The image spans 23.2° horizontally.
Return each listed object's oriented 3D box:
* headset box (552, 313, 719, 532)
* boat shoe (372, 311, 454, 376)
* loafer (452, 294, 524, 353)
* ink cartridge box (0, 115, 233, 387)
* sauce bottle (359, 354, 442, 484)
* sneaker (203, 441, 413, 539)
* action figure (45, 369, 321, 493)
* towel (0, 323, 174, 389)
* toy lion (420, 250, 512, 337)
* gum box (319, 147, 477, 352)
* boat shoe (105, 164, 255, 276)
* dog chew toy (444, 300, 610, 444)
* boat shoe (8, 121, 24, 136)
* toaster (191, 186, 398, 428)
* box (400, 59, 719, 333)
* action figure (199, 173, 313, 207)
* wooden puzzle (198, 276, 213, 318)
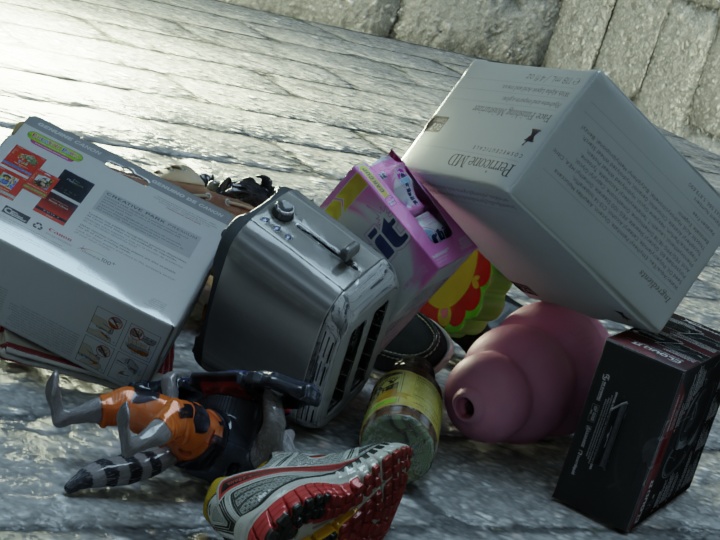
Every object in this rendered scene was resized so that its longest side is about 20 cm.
[{"bbox_3d":[0.245,0.127,1.503,0.077,0.149,0.200,23,16,24],"label":"headset box"},{"bbox_3d":[0.005,0.045,1.653,0.200,0.076,0.060,20,-28,45],"label":"boat shoe"},{"bbox_3d":[0.143,0.072,1.740,0.073,0.071,0.200,-30,59,-29],"label":"loafer"},{"bbox_3d":[-0.223,-0.017,1.423,0.200,0.084,0.176,27,35,-2],"label":"ink cartridge box"},{"bbox_3d":[0.037,0.118,1.467,0.065,0.065,0.200,18,13,1],"label":"sauce bottle"},{"bbox_3d":[-0.031,0.151,1.233,0.082,0.078,0.200,24,16,30],"label":"sneaker"},{"bbox_3d":[-0.133,0.120,1.271,0.193,0.105,0.200,15,-14,-37],"label":"action figure"},{"bbox_3d":[-0.223,0.025,1.464,0.144,0.023,0.200,17,35,-15],"label":"towel"},{"bbox_3d":[0.071,0.000,1.683,0.068,0.200,0.192,6,30,-35],"label":"toy lion"},{"bbox_3d":[0.000,0.000,1.512,0.114,0.200,0.066,49,38,10],"label":"gum box"},{"bbox_3d":[-0.173,-0.057,1.575,0.200,0.072,0.076,26,-29,-33],"label":"boat shoe"},{"bbox_3d":[0.146,0.098,1.566,0.124,0.125,0.200,26,24,29],"label":"dog chew toy"},{"bbox_3d":[-0.290,-0.091,1.750,0.074,0.067,0.200,18,-8,24],"label":"boat shoe"},{"bbox_3d":[-0.054,0.040,1.449,0.129,0.200,0.114,32,40,18],"label":"toaster"},{"bbox_3d":[0.172,-0.066,1.495,0.200,0.131,0.199,41,-11,-27],"label":"box"},{"bbox_3d":[-0.133,-0.052,1.825,0.119,0.102,0.200,6,3,-44],"label":"action figure"},{"bbox_3d":[-0.160,0.010,1.677,0.185,0.046,0.200,17,11,-5],"label":"wooden puzzle"}]
